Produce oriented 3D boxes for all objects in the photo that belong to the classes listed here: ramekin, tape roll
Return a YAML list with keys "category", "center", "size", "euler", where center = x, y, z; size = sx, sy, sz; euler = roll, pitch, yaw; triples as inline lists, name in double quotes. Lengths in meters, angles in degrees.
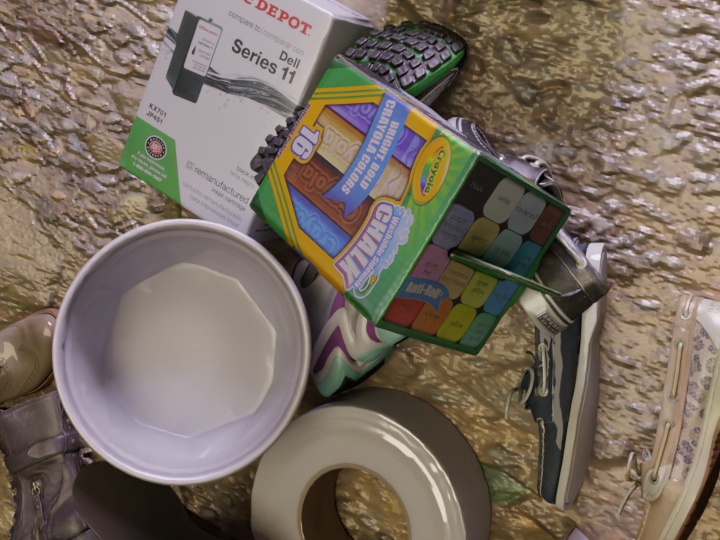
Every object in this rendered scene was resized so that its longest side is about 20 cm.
- category: "ramekin"
  center: [-0.138, 0.065, 0.816]
  size: [0.196, 0.105, 0.205]
  euler: [0, 85, -5]
- category: "tape roll"
  center: [0.008, 0.206, 0.853]
  size: [0.199, 0.071, 0.207]
  euler: [3, 97, 24]

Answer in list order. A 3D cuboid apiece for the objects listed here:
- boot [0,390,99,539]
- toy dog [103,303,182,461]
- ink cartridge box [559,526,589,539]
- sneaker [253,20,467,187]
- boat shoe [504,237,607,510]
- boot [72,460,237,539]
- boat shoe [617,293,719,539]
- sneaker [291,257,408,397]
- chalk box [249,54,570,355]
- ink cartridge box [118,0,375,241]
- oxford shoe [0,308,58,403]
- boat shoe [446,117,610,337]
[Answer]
- category: "boot"
  center: [-0.337, 0.223, 1.027]
  size: [0.198, 0.069, 0.177]
  euler: [-29, 79, 21]
- category: "toy dog"
  center: [-0.182, 0.107, 0.918]
  size: [0.094, 0.132, 0.204]
  euler: [3, 106, -12]
- category: "ink cartridge box"
  center: [0.150, 0.308, 0.768]
  size: [0.128, 0.125, 0.201]
  euler: [42, 111, 14]
- category: "sneaker"
  center: [0.006, -0.116, 0.797]
  size: [0.200, 0.085, 0.078]
  euler: [-42, 50, -3]
- category: "boat shoe"
  center: [0.148, 0.077, 0.768]
  size: [0.061, 0.075, 0.204]
  euler: [6, 98, 22]
- category: "boot"
  center: [-0.177, 0.233, 0.876]
  size: [0.185, 0.200, 0.065]
  euler: [37, 67, -9]
- category: "boat shoe"
  center: [0.235, 0.120, 0.740]
  size: [0.062, 0.073, 0.204]
  euler: [20, 94, 27]
- category: "sneaker"
  center: [0.000, 0.000, 0.816]
  size: [0.199, 0.077, 0.141]
  euler: [-39, 76, 35]
- category: "chalk box"
  center: [0.044, -0.031, 0.671]
  size: [0.200, 0.124, 0.125]
  euler: [43, 105, 40]
- category: "ink cartridge box"
  center: [-0.097, -0.147, 0.849]
  size: [0.145, 0.083, 0.203]
  euler: [30, 107, 18]
- category: "oxford shoe"
  center: [-0.369, 0.104, 1.012]
  size: [0.199, 0.075, 0.071]
  euler: [-34, 81, 24]
- category: "boat shoe"
  center: [0.119, -0.047, 0.744]
  size: [0.063, 0.070, 0.202]
  euler: [-37, 54, 18]
